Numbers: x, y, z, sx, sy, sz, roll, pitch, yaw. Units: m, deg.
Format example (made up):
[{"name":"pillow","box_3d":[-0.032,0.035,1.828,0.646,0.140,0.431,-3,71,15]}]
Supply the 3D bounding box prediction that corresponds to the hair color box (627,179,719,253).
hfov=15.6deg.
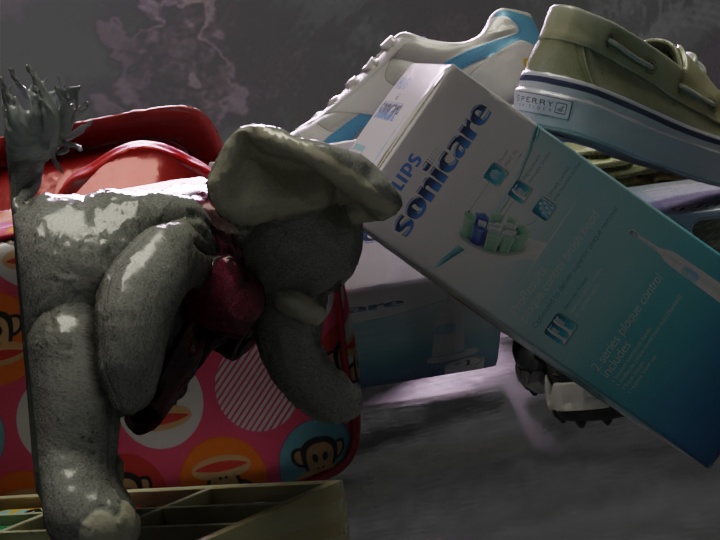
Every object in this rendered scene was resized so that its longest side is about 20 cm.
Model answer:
[{"name":"hair color box","box_3d":[0.181,0.008,1.389,0.060,0.100,0.200,-7,6,1]}]

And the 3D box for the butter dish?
[{"name":"butter dish","box_3d":[-0.159,0.026,1.537,0.198,0.201,0.148,-11,37,8]}]

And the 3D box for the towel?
[{"name":"towel","box_3d":[0.138,-0.063,1.570,0.148,0.037,0.200,-8,1,0]}]

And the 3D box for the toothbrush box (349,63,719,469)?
[{"name":"toothbrush box","box_3d":[0.089,-0.007,1.205,0.200,0.085,0.146,36,1,-8]}]

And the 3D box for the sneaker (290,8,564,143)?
[{"name":"sneaker","box_3d":[0.021,-0.084,1.479,0.199,0.081,0.076,-16,-17,24]}]

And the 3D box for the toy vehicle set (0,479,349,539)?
[{"name":"toy vehicle set","box_3d":[-0.121,0.120,1.120,0.199,0.027,0.124,-6,7,33]}]

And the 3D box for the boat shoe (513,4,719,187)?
[{"name":"boat shoe","box_3d":[0.147,-0.082,1.295,0.072,0.062,0.200,18,3,34]}]

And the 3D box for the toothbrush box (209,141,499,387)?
[{"name":"toothbrush box","box_3d":[0.000,0.000,1.430,0.146,0.086,0.200,-9,-16,0]}]

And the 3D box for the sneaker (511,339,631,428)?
[{"name":"sneaker","box_3d":[0.115,0.023,1.385,0.066,0.091,0.200,-8,6,-2]}]

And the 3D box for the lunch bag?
[{"name":"lunch bag","box_3d":[-0.104,0.026,1.273,0.199,0.177,0.082,-8,9,-3]}]

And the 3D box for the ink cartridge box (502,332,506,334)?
[{"name":"ink cartridge box","box_3d":[0.192,-0.010,1.633,0.199,0.084,0.176,-10,7,-11]}]

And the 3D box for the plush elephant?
[{"name":"plush elephant","box_3d":[-0.063,0.011,1.082,0.154,0.201,0.165,-6,-2,-8]}]
